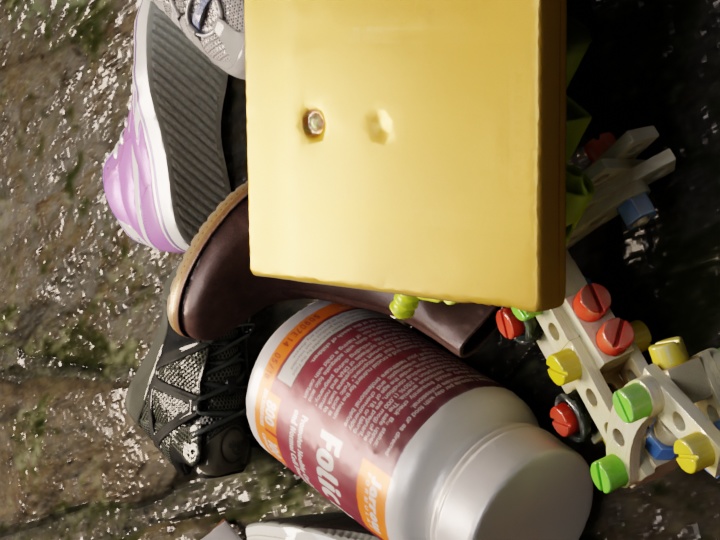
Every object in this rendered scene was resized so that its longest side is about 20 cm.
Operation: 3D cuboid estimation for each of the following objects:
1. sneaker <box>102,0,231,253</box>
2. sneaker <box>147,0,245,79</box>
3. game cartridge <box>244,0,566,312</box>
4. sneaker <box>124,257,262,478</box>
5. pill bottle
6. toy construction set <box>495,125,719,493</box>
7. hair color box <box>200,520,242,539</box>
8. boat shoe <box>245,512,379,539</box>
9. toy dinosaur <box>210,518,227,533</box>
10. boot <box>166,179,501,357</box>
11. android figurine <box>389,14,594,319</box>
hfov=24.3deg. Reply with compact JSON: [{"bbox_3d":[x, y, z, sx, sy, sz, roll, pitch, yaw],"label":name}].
[{"bbox_3d":[-0.153,-0.113,1.212,0.114,0.073,0.201,6,97,51],"label":"sneaker"},{"bbox_3d":[-0.120,-0.185,1.058,0.200,0.082,0.075,48,127,34],"label":"sneaker"},{"bbox_3d":[0.020,-0.075,0.865,0.200,0.032,0.176,7,102,40],"label":"game cartridge"},{"bbox_3d":[-0.096,0.067,1.159,0.114,0.076,0.199,50,131,32],"label":"sneaker"},{"bbox_3d":[0.033,0.103,0.982,0.200,0.114,0.114,31,116,44],"label":"pill bottle"},{"bbox_3d":[0.136,0.028,0.876,0.131,0.092,0.200,116,144,-63],"label":"toy construction set"},{"bbox_3d":[-0.068,0.275,1.094,0.200,0.099,0.061,48,163,24],"label":"hair color box"},{"bbox_3d":[0.002,0.193,1.058,0.202,0.074,0.065,5,92,42],"label":"boat shoe"},{"bbox_3d":[-0.126,0.316,1.206,0.182,0.200,0.105,55,-178,-19],"label":"toy dinosaur"},{"bbox_3d":[0.000,0.000,0.975,0.200,0.072,0.166,-44,57,-9],"label":"boot"},{"bbox_3d":[0.045,-0.065,0.889,0.182,0.041,0.200,47,128,26],"label":"android figurine"}]
